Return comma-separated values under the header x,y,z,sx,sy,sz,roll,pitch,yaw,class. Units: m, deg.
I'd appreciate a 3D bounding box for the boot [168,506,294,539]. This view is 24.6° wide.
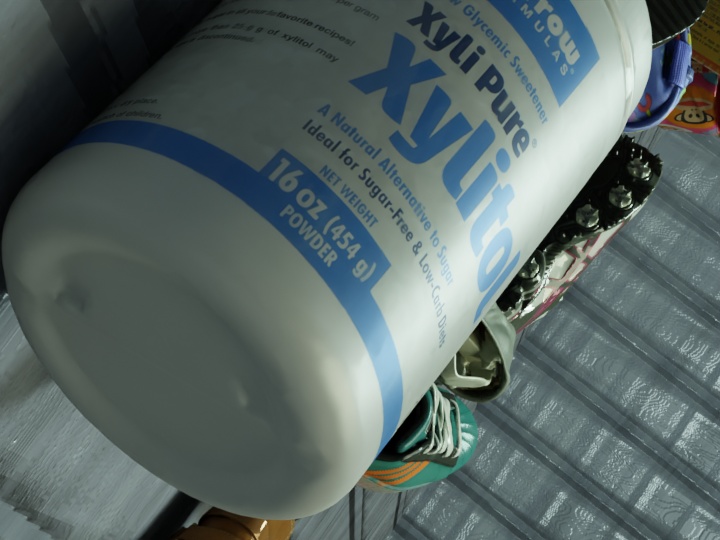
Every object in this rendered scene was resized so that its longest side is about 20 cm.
x,y,z,sx,sy,sz,roll,pitch,yaw,class
-0.090,0.184,0.956,0.155,0.077,0.200,-44,173,-21,boot

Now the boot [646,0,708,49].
x,y,z,sx,sy,sz,roll,pitch,yaw,class
0.075,-0.118,0.691,0.138,0.078,0.200,-29,-166,38,boot

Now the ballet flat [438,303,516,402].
x,y,z,sx,sy,sz,roll,pitch,yaw,class
0.054,0.030,1.038,0.200,0.067,0.064,48,42,-56,ballet flat

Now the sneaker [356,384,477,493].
x,y,z,sx,sy,sz,roll,pitch,yaw,class
0.023,0.094,0.992,0.199,0.079,0.072,12,71,-52,sneaker

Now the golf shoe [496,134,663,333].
x,y,z,sx,sy,sz,roll,pitch,yaw,class
0.136,-0.022,1.191,0.200,0.077,0.088,-39,154,-18,golf shoe

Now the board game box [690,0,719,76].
x,y,z,sx,sy,sz,roll,pitch,yaw,class
0.259,-0.238,0.949,0.200,0.199,0.201,-45,166,-50,board game box

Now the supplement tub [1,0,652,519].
x,y,z,sx,sy,sz,roll,pitch,yaw,class
-0.005,-0.033,0.526,0.200,0.131,0.132,-50,169,-34,supplement tub

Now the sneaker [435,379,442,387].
x,y,z,sx,sy,sz,roll,pitch,yaw,class
0.016,0.038,1.129,0.200,0.075,0.080,12,87,-77,sneaker

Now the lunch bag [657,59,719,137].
x,y,z,sx,sy,sz,roll,pitch,yaw,class
0.259,-0.202,1.244,0.176,0.081,0.202,-9,103,-74,lunch bag

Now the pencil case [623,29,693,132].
x,y,z,sx,sy,sz,roll,pitch,yaw,class
0.106,-0.102,0.853,0.200,0.086,0.079,179,-80,-79,pencil case
